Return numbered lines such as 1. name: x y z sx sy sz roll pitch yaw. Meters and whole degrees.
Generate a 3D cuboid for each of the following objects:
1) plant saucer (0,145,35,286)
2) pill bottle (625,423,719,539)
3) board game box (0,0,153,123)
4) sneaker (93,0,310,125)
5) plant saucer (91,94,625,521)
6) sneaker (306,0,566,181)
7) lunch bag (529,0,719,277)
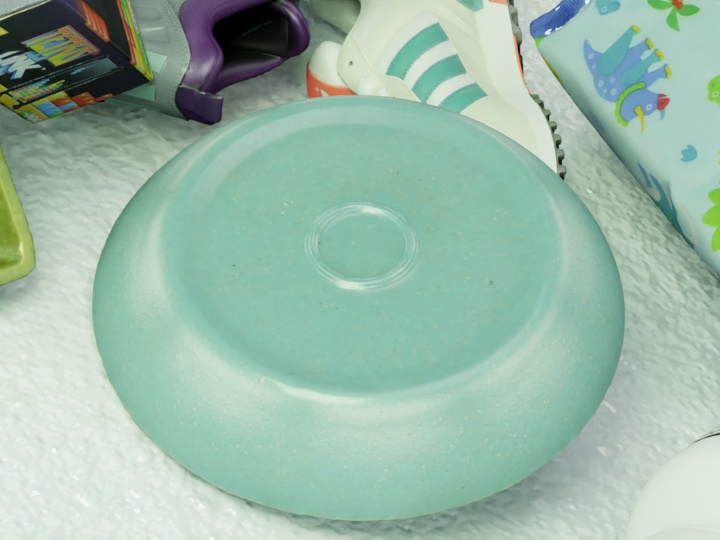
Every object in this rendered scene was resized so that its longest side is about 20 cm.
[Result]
1. plant saucer: -0.231 -0.063 0.886 0.200 0.048 0.200 -22 94 -43
2. pill bottle: 0.171 0.093 0.924 0.112 0.112 0.200 41 41 19
3. board game box: -0.143 -0.166 0.930 0.057 0.165 0.200 -19 83 3
4. sneaker: -0.044 -0.118 1.077 0.087 0.074 0.200 21 45 20
5. plant saucer: 0.000 0.000 0.952 0.200 0.036 0.200 1 50 -2
6. sneaker: 0.027 -0.060 1.075 0.093 0.070 0.200 -8 49 -5
7. lunch bag: 0.188 -0.051 1.093 0.200 0.127 0.170 23 27 -53
